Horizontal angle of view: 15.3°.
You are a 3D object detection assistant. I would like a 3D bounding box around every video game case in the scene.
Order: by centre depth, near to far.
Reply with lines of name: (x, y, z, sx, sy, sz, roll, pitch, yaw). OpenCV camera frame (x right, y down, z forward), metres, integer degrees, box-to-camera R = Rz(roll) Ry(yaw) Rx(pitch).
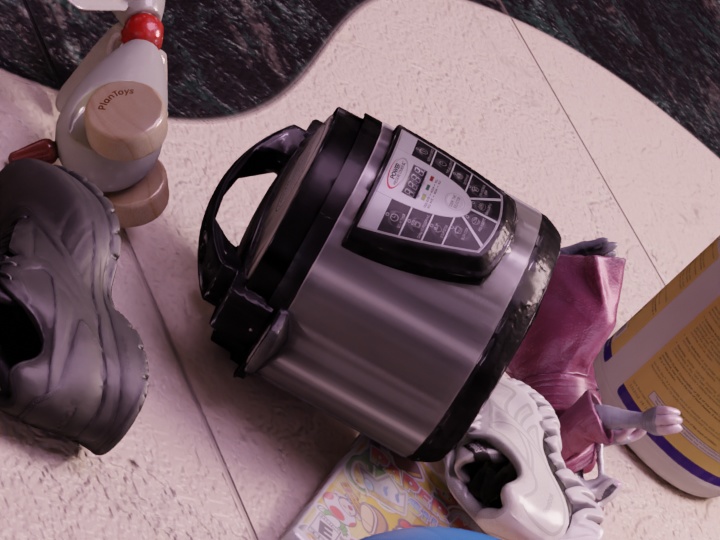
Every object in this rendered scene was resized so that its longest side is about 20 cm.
video game case: (0.051, 0.193, 1.590, 0.200, 0.023, 0.182, 45, 25, -1)

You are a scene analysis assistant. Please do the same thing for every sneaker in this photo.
sneaker: (-0.178, 0.008, 1.465, 0.091, 0.076, 0.200, 17, 35, -36)
sneaker: (0.084, 0.115, 1.669, 0.081, 0.075, 0.200, 30, 14, -29)

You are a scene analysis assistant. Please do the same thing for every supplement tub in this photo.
supplement tub: (0.282, 0.053, 1.945, 0.145, 0.200, 0.146, 35, 27, -21)

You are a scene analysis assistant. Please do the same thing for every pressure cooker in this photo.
pressure cooker: (-0.001, 0.002, 1.610, 0.200, 0.179, 0.176, 29, 0, -4)

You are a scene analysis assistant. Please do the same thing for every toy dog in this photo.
toy dog: (-0.166, -0.115, 1.645, 0.096, 0.132, 0.200, -1, 31, -4)

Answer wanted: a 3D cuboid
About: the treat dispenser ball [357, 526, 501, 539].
treat dispenser ball: (0.033, 0.226, 1.303, 0.201, 0.201, 0.201, 35, 27, -21)

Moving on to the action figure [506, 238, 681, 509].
action figure: (0.127, 0.080, 1.768, 0.148, 0.134, 0.201, 3, 67, -6)
